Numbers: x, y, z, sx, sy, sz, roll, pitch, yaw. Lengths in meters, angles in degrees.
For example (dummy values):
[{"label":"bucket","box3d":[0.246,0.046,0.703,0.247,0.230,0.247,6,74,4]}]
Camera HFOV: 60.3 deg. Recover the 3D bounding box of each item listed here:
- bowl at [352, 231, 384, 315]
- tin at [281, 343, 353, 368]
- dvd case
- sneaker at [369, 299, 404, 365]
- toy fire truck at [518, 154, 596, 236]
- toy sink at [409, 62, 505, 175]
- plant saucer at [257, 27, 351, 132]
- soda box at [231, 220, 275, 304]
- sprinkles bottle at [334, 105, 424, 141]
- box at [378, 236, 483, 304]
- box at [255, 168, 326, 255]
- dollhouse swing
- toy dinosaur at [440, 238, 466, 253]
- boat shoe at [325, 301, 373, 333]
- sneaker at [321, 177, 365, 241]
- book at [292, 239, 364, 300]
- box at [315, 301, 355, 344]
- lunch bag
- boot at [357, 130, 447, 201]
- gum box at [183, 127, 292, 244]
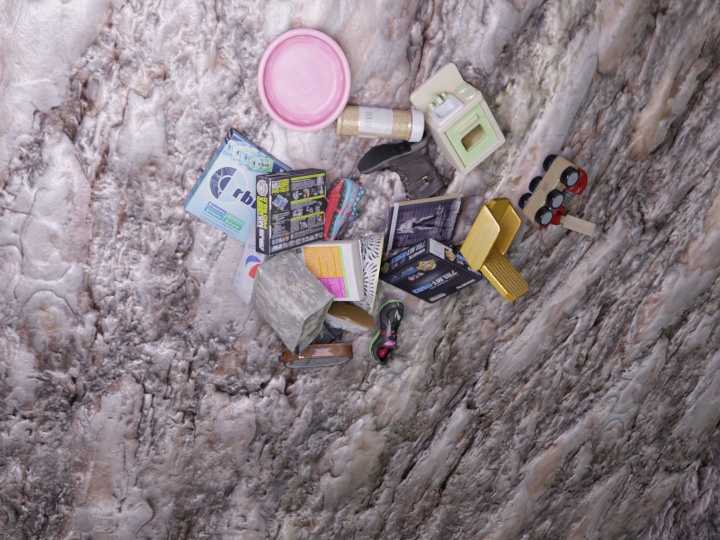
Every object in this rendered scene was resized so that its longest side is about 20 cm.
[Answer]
[{"label":"bowl","box3d":[0.000,0.000,1.518,0.091,0.202,0.206,9,120,2]},{"label":"tin","box3d":[-0.112,0.227,1.648,0.193,0.043,0.112,-1,155,-19]},{"label":"dvd case","box3d":[0.156,-0.121,1.562,0.193,0.016,0.151,-10,139,-16]},{"label":"sneaker","box3d":[0.081,0.170,1.692,0.074,0.084,0.205,1,120,-21]},{"label":"toy fire truck","box3d":[0.546,-0.182,1.638,0.196,0.129,0.179,15,114,-40]},{"label":"toy sink","box3d":[0.223,-0.345,1.416,0.129,0.113,0.201,-37,125,5]},{"label":"plant saucer","box3d":[-0.118,-0.395,1.288,0.193,0.051,0.207,-5,115,-11]},{"label":"soda box","box3d":[-0.234,-0.023,1.439,0.068,0.063,0.203,-26,147,-52]},{"label":"sprinkles bottle","box3d":[0.041,-0.326,1.370,0.193,0.069,0.070,2,120,-10]},{"label":"box","box3d":[0.178,0.005,1.588,0.195,0.051,0.198,26,146,-30]},{"label":"box","box3d":[-0.150,-0.133,1.361,0.198,0.043,0.166,-22,119,-54]},{"label":"dollhouse swing","box3d":[0.373,-0.056,1.555,0.198,0.174,0.185,-14,135,-58]},{"label":"toy dinosaur","box3d":[0.241,-0.060,1.616,0.194,0.088,0.049,-11,99,-15]},{"label":"boat shoe","box3d":[-0.063,0.111,1.553,0.196,0.072,0.069,28,135,-18]},{"label":"sneaker","box3d":[-0.046,-0.123,1.471,0.093,0.080,0.203,-3,135,-39]},{"label":"book","box3d":[-0.088,0.003,1.440,0.194,0.048,0.138,0,103,30]},{"label":"box","box3d":[-0.096,0.080,1.594,0.157,0.049,0.201,-37,125,5]},{"label":"lunch bag","box3d":[-0.163,0.081,1.415,0.117,0.164,0.202,-35,163,-37]},{"label":"boot","box3d":[0.104,-0.223,1.477,0.195,0.070,0.177,-23,132,2]},{"label":"gum box","box3d":[-0.268,-0.182,1.376,0.168,0.045,0.202,30,105,-32]}]
